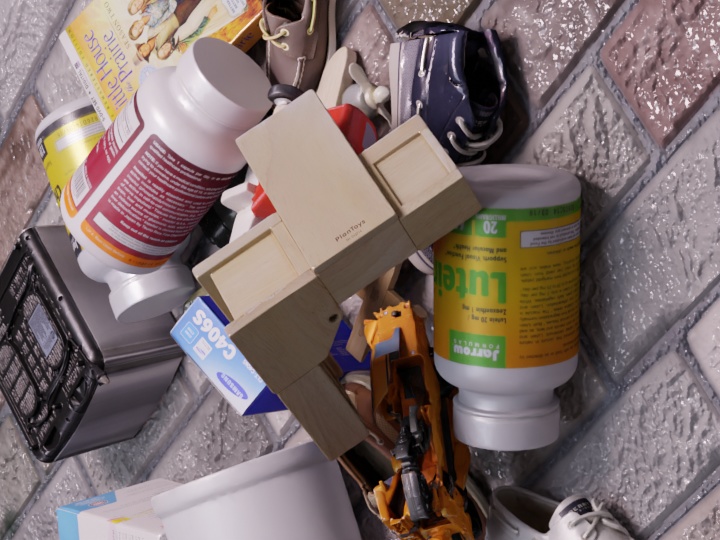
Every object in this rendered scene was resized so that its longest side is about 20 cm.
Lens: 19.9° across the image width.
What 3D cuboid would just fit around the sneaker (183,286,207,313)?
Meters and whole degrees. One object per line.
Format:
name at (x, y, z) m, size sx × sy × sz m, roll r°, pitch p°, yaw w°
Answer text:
sneaker at (-0.109, 0.065, 1.833) m, size 0.199 × 0.088 × 0.078 m, roll 26°, pitch 118°, yaw 45°

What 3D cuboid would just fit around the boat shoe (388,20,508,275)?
boat shoe at (0.071, -0.096, 1.586) m, size 0.092 × 0.074 × 0.202 m, roll 1°, pitch 99°, yaw 58°

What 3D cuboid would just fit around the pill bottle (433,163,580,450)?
pill bottle at (0.110, 0.028, 1.541) m, size 0.111 × 0.110 × 0.202 m, roll 14°, pitch 109°, yaw 48°

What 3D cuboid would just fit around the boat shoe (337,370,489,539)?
boat shoe at (0.035, 0.177, 1.668) m, size 0.200 × 0.072 × 0.076 m, roll 49°, pitch 137°, yaw 3°

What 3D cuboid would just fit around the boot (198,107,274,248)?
boot at (-0.118, -0.129, 1.832) m, size 0.131 × 0.067 × 0.201 m, roll -47°, pitch 66°, yaw 34°

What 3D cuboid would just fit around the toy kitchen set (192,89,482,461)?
toy kitchen set at (-0.009, -0.011, 1.535) m, size 0.181 × 0.199 × 0.164 m, roll 55°, pitch -178°, yaw -46°

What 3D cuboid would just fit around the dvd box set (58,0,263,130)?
dvd box set at (-0.173, -0.219, 1.829) m, size 0.200 × 0.029 × 0.147 m, roll -41°, pitch 62°, yaw 24°

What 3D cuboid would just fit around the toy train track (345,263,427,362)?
toy train track at (0.000, 0.000, 1.727) m, size 0.200 × 0.032 × 0.115 m, roll 41°, pitch 119°, yaw 42°

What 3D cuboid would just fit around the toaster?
toaster at (-0.278, 0.075, 2.016) m, size 0.201 × 0.118 × 0.181 m, roll 57°, pitch 137°, yaw 25°

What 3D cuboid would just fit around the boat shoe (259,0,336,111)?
boat shoe at (-0.054, -0.220, 1.721) m, size 0.072 × 0.059 × 0.201 m, roll 38°, pitch 126°, yaw 38°

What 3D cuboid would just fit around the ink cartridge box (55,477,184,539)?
ink cartridge box at (-0.176, 0.283, 1.934) m, size 0.199 × 0.128 × 0.126 m, roll 6°, pitch 104°, yaw 50°

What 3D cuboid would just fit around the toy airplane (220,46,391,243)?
toy airplane at (-0.033, -0.065, 1.666) m, size 0.199 × 0.140 × 0.201 m, roll -100°, pitch 28°, yaw -67°

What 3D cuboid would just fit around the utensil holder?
utensil holder at (-0.071, 0.265, 1.778) m, size 0.170 × 0.169 × 0.202 m, roll -26°, pitch 82°, yaw 50°

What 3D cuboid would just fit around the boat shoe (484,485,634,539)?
boat shoe at (0.166, 0.207, 1.553) m, size 0.199 × 0.070 × 0.070 m, roll 16°, pitch 114°, yaw 55°

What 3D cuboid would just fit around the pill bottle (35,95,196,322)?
pill bottle at (-0.225, -0.059, 1.925) m, size 0.112 × 0.111 × 0.201 m, roll -36°, pitch 70°, yaw 48°

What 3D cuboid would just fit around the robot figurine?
robot figurine at (0.048, 0.135, 1.587) m, size 0.058 × 0.145 × 0.201 m, roll -16°, pitch 53°, yaw 18°

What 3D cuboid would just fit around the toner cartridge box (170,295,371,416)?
toner cartridge box at (-0.065, 0.066, 1.682) m, size 0.095 × 0.200 × 0.043 m, roll 46°, pitch 109°, yaw 19°

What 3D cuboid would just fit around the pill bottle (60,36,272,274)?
pill bottle at (-0.163, -0.100, 1.758) m, size 0.200 × 0.112 × 0.113 m, roll -48°, pitch 62°, yaw 30°
